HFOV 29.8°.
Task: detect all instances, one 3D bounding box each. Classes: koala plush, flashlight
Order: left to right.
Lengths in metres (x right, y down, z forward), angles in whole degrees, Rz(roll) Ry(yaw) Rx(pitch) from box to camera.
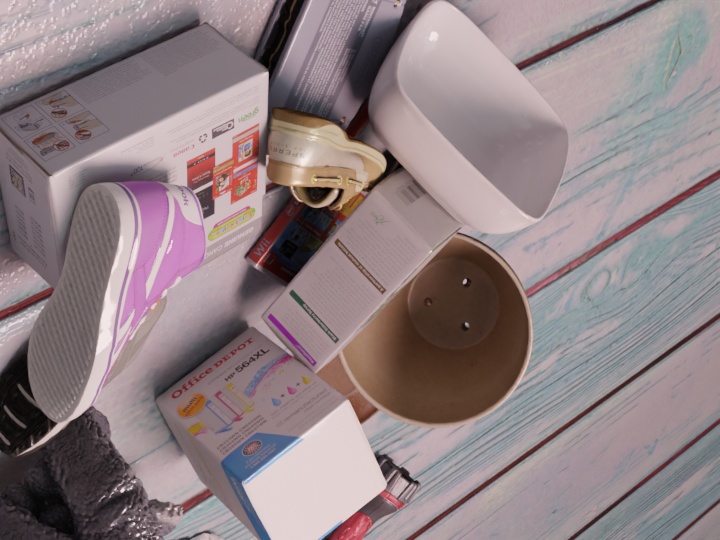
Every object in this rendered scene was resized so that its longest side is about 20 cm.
[{"bbox_3d":[-0.248,0.249,1.237,0.177,0.184,0.200,-44,160,-13],"label":"koala plush"},{"bbox_3d":[-0.008,0.332,1.724,0.200,0.068,0.068,-52,139,0],"label":"flashlight"}]

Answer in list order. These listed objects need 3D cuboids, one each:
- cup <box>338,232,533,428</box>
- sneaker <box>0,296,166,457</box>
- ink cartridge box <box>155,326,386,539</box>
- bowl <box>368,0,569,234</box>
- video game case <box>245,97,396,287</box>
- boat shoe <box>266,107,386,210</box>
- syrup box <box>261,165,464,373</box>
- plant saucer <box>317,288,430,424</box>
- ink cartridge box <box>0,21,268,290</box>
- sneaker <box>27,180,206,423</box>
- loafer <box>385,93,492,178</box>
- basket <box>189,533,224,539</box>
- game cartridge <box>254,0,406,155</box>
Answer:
[{"bbox_3d":[0.087,0.047,1.398,0.201,0.200,0.143,-61,173,16],"label":"cup"},{"bbox_3d":[-0.235,0.080,1.155,0.200,0.074,0.079,-50,154,-4],"label":"sneaker"},{"bbox_3d":[-0.095,0.161,1.316,0.128,0.200,0.125,-37,129,-18],"label":"ink cartridge box"},{"bbox_3d":[0.092,-0.133,1.238,0.075,0.200,0.200,-36,-164,36],"label":"bowl"},{"bbox_3d":[-0.016,-0.065,1.346,0.200,0.017,0.143,-53,150,1],"label":"video game case"},{"bbox_3d":[-0.034,-0.087,1.149,0.200,0.074,0.067,19,87,-69],"label":"boat shoe"},{"bbox_3d":[0.000,0.000,1.263,0.200,0.081,0.079,-46,175,36],"label":"syrup box"},{"bbox_3d":[-0.001,0.097,1.517,0.200,0.037,0.201,-34,144,-29],"label":"plant saucer"},{"bbox_3d":[-0.174,-0.070,1.063,0.200,0.084,0.176,-31,145,-30],"label":"ink cartridge box"},{"bbox_3d":[-0.173,0.025,1.020,0.114,0.073,0.201,-9,132,-53],"label":"sneaker"},{"bbox_3d":[0.085,-0.138,1.332,0.063,0.072,0.200,39,76,-53],"label":"loafer"},{"bbox_3d":[-0.190,0.417,1.448,0.200,0.198,0.161,-4,130,-52],"label":"basket"},{"bbox_3d":[-0.031,-0.192,1.177,0.133,0.040,0.200,2,121,-50],"label":"game cartridge"}]
